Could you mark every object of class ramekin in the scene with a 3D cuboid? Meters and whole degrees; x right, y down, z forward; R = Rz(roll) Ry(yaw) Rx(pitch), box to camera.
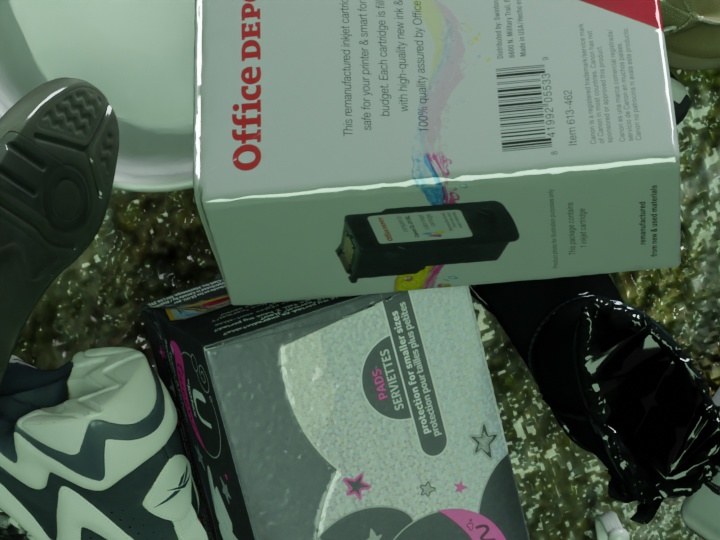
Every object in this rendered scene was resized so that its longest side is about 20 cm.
[{"bbox_3d":[-0.101,-0.142,1.117,0.200,0.105,0.201,-1,97,-5],"label":"ramekin"}]

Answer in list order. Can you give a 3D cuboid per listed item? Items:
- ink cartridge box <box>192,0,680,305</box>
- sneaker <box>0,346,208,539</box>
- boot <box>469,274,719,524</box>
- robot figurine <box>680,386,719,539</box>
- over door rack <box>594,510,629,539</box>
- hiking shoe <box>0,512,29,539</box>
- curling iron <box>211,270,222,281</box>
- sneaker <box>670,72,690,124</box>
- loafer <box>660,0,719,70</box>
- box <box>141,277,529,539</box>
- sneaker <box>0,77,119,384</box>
[{"bbox_3d":[0.033,-0.073,0.996,0.200,0.083,0.146,-5,56,5],"label":"ink cartridge box"},{"bbox_3d":[-0.148,0.104,1.080,0.199,0.080,0.130,-6,120,37],"label":"sneaker"},{"bbox_3d":[0.105,0.024,1.123,0.073,0.162,0.198,-30,98,-2],"label":"boot"},{"bbox_3d":[0.247,0.065,1.162,0.170,0.113,0.200,31,92,-49],"label":"robot figurine"},{"bbox_3d":[0.087,0.238,1.183,0.147,0.067,0.200,-13,103,-4],"label":"over door rack"},{"bbox_3d":[-0.110,0.102,1.150,0.200,0.076,0.101,16,75,0],"label":"hiking shoe"},{"bbox_3d":[-0.001,0.068,1.191,0.200,0.026,0.050,40,71,-3],"label":"curling iron"},{"bbox_3d":[0.087,-0.137,1.149,0.200,0.072,0.083,26,69,-18],"label":"sneaker"},{"bbox_3d":[0.146,-0.143,1.113,0.200,0.067,0.076,-11,66,-38],"label":"loafer"},{"bbox_3d":[-0.004,0.099,1.059,0.132,0.115,0.200,-18,105,-16],"label":"box"},{"bbox_3d":[-0.190,-0.005,1.039,0.076,0.114,0.200,41,68,-42],"label":"sneaker"}]
